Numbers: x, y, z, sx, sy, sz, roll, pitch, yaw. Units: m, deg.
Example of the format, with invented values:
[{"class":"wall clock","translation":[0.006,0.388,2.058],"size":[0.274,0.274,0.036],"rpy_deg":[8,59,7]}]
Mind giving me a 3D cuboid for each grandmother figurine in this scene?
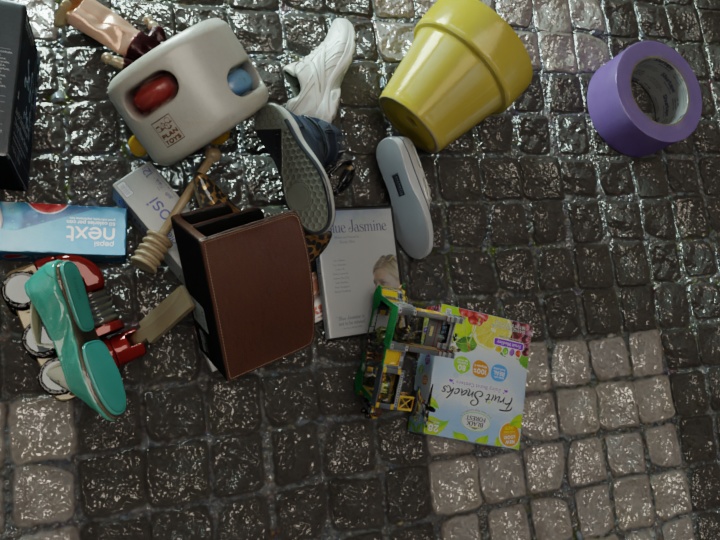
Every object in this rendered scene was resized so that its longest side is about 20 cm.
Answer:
[{"class":"grandmother figurine","translation":[-0.331,-0.330,0.945],"size":[0.200,0.061,0.121],"rpy_deg":[33,65,-13]}]

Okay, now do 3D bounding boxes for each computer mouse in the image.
[{"class":"computer mouse","translation":[-0.050,-0.090,1.008],"size":[0.059,0.034,0.200],"rpy_deg":[22,73,-13]}]

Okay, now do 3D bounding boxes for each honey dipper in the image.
[{"class":"honey dipper","translation":[-0.243,-0.088,0.871],"size":[0.038,0.038,0.200],"rpy_deg":[29,65,-12]}]

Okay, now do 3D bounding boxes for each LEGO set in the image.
[{"class":"LEGO set","translation":[0.075,0.120,0.936],"size":[0.116,0.154,0.200],"rpy_deg":[11,87,-16]}]

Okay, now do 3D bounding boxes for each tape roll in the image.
[{"class":"tape roll","translation":[0.540,-0.325,1.228],"size":[0.200,0.085,0.200],"rpy_deg":[4,78,-19]}]

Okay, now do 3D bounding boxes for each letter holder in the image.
[{"class":"letter holder","translation":[-0.145,0.016,0.845],"size":[0.142,0.101,0.200],"rpy_deg":[-21,121,-28]}]

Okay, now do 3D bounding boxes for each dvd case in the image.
[{"class":"dvd case","translation":[0.000,0.000,0.996],"size":[0.143,0.018,0.200],"rpy_deg":[-6,87,-29]}]

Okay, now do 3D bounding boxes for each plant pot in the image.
[{"class":"plant pot","translation":[0.139,-0.300,1.036],"size":[0.201,0.201,0.189],"rpy_deg":[43,84,-7]}]

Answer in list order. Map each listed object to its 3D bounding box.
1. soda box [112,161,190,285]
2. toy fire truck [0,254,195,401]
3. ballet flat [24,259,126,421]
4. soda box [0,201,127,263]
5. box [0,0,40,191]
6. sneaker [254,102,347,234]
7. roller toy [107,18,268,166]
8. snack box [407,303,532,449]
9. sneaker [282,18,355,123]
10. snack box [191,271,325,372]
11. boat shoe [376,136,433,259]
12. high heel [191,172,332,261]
[{"class":"soda box","translation":[-0.260,-0.050,0.909],"size":[0.063,0.068,0.200],"rpy_deg":[-41,95,-23]},{"class":"toy fire truck","translation":[-0.335,0.054,0.838],"size":[0.200,0.129,0.176],"rpy_deg":[-23,88,-27]},{"class":"ballet flat","translation":[-0.339,0.088,0.756],"size":[0.070,0.067,0.200],"rpy_deg":[-22,87,7]},{"class":"soda box","translation":[-0.416,-0.050,0.858],"size":[0.200,0.064,0.068],"rpy_deg":[2,80,-19]},{"class":"box","translation":[-0.482,-0.221,0.822],"size":[0.107,0.148,0.200],"rpy_deg":[3,79,-19]},{"class":"sneaker","translation":[-0.060,-0.145,0.945],"size":[0.146,0.077,0.202],"rpy_deg":[-1,65,-61]},{"class":"roller toy","translation":[-0.224,-0.228,0.858],"size":[0.200,0.182,0.140],"rpy_deg":[-37,109,-16]},{"class":"snack box","translation":[0.175,0.168,1.020],"size":[0.168,0.068,0.200],"rpy_deg":[13,78,-17]},{"class":"sneaker","translation":[-0.069,-0.322,1.024],"size":[0.099,0.078,0.200],"rpy_deg":[17,74,-12]},{"class":"snack box","translation":[-0.141,0.073,0.951],"size":[0.200,0.024,0.072],"rpy_deg":[-25,90,-22]},{"class":"boat shoe","translation":[0.087,-0.121,1.042],"size":[0.065,0.074,0.200],"rpy_deg":[-21,101,-46]},{"class":"high heel","translation":[-0.133,-0.079,0.896],"size":[0.142,0.071,0.200],"rpy_deg":[-24,129,5]}]
